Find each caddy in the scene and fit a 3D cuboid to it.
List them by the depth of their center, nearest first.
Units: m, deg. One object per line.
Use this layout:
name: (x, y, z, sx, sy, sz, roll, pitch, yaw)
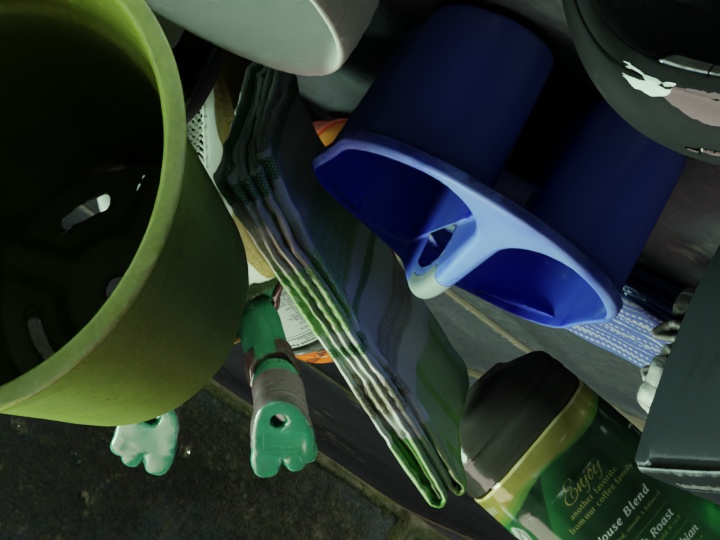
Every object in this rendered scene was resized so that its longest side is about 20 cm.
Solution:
caddy: (0.055, -0.033, 0.996, 0.141, 0.105, 0.200, 34, 171, -6)

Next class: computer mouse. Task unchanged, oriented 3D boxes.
computer mouse: (0.141, -0.059, 0.763, 0.199, 0.046, 0.140, 29, 172, 19)

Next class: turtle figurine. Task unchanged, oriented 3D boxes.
turtle figurine: (-0.066, 0.020, 1.154, 0.149, 0.200, 0.101, -13, 124, 13)

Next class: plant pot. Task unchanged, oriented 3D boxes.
plant pot: (-0.132, -0.013, 0.934, 0.199, 0.201, 0.190, 28, 173, 23)

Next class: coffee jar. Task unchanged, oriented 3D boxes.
coffee jar: (0.132, 0.128, 1.180, 0.200, 0.085, 0.104, 41, 179, 0)

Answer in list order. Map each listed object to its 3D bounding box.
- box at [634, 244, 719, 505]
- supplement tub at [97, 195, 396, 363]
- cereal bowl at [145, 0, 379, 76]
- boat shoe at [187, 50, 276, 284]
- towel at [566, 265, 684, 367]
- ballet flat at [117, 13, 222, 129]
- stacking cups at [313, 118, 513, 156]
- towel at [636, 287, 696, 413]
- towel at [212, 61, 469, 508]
box: (0.228, 0.067, 0.870, 0.199, 0.105, 0.148, 24, 173, -8)
supplement tub: (-0.061, -0.027, 1.365, 0.122, 0.123, 0.200, 25, 169, 36)
cereal bowl: (-0.069, -0.159, 0.812, 0.199, 0.084, 0.200, 30, 171, 5)
boat shoe: (-0.081, -0.062, 1.122, 0.071, 0.069, 0.201, 49, -159, -35)
towel: (0.149, 0.029, 1.282, 0.144, 0.024, 0.200, 29, 171, 24)
ballet flat: (-0.092, -0.104, 1.003, 0.073, 0.073, 0.200, 32, 146, -6)
stacking cups: (0.013, -0.057, 1.192, 0.060, 0.061, 0.200, 36, 174, -26)
towel: (0.234, 0.089, 1.140, 0.165, 0.086, 0.200, 30, 172, 26)
towel: (0.000, 0.000, 1.094, 0.201, 0.031, 0.149, 57, -162, -20)
